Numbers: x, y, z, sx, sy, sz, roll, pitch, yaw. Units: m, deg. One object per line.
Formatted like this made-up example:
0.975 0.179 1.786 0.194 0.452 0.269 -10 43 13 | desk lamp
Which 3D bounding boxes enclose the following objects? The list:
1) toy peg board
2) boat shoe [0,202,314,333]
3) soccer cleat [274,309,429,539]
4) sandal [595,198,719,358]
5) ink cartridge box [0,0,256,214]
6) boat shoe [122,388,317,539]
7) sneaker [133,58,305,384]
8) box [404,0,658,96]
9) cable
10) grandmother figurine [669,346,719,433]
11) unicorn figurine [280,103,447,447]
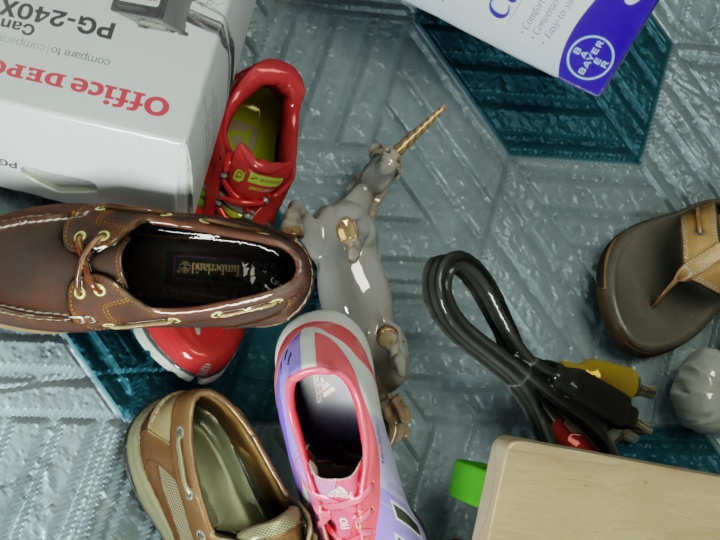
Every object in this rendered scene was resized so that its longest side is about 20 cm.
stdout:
0.127 0.200 1.581 0.199 0.098 0.200 12 91 -25 | toy peg board
-0.124 -0.003 1.498 0.199 0.070 0.071 -1 84 -1 | boat shoe
-0.006 0.124 1.514 0.073 0.068 0.201 -77 154 -71 | soccer cleat
0.225 -0.007 1.752 0.199 0.055 0.082 -18 78 -34 | sandal
-0.139 -0.142 1.557 0.144 0.084 0.201 12 60 3 | ink cartridge box
-0.059 0.153 1.508 0.075 0.074 0.201 -28 85 -35 | boat shoe
-0.077 -0.035 1.573 0.077 0.085 0.201 22 60 -19 | sneaker
0.098 -0.235 1.686 0.199 0.184 0.105 24 21 -18 | box
0.097 0.068 1.634 0.200 0.050 0.098 32 67 -28 | cable
0.273 0.064 1.747 0.199 0.061 0.122 -8 71 -34 | grandmother figurine
0.000 0.000 1.601 0.073 0.137 0.201 1 89 11 | unicorn figurine
